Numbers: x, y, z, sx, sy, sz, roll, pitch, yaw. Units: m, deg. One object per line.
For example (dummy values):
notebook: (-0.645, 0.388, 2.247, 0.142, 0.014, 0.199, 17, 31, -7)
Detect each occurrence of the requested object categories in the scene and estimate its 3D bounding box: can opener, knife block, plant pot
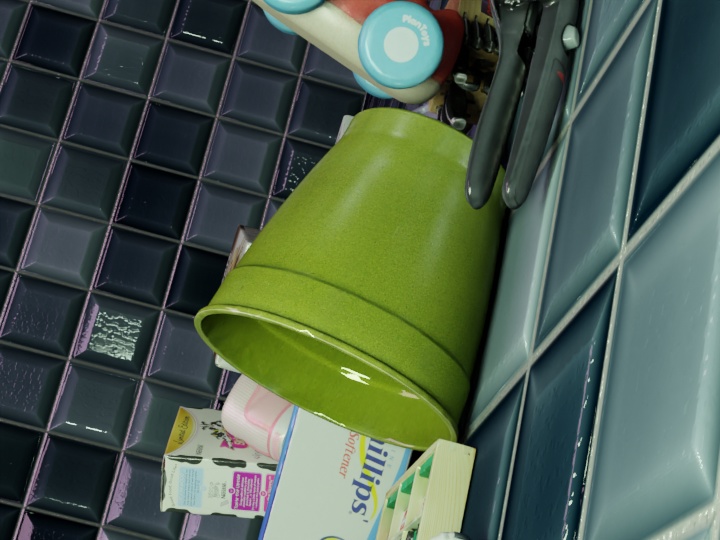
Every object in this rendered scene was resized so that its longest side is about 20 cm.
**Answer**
can opener: (0.112, -0.126, 0.976, 0.063, 0.079, 0.201, -11, 51, 36)
knife block: (0.092, -0.154, 1.229, 0.200, 0.064, 0.176, 125, 160, -76)
plant pot: (0.014, -0.003, 1.058, 0.193, 0.200, 0.200, -64, 0, -19)

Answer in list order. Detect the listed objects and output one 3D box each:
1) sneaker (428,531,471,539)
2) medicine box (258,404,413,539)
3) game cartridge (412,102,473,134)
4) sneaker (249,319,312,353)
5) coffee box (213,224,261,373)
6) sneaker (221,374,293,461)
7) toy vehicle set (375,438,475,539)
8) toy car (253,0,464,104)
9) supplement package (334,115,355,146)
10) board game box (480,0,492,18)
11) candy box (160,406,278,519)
sneaker: (-0.013, 0.221, 0.881, 0.080, 0.129, 0.200, -81, 7, -48)
medicine box: (-0.016, 0.162, 1.249, 0.200, 0.103, 0.183, -75, 0, -85)
game cartridge: (0.030, -0.100, 1.267, 0.038, 0.129, 0.200, 62, -152, -14)
sneaker: (-0.018, 0.014, 1.174, 0.076, 0.199, 0.088, 39, 117, 50)
coffee box: (-0.087, 0.028, 1.373, 0.200, 0.080, 0.113, -141, 66, -81)
sneaker: (-0.054, 0.115, 1.443, 0.200, 0.104, 0.076, -30, -52, -47)
toy vehicle set: (0.034, 0.199, 1.034, 0.200, 0.026, 0.125, 116, 168, -69)
toy car: (0.028, -0.246, 1.115, 0.200, 0.177, 0.184, -55, 3, 2)
supplement package: (0.011, -0.039, 1.543, 0.117, 0.117, 0.201, 112, 172, -59)
board game box: (0.123, -0.259, 1.037, 0.120, 0.032, 0.200, -57, -8, -7)
candy box: (-0.087, 0.189, 1.449, 0.136, 0.199, 0.061, -93, 7, -75)
